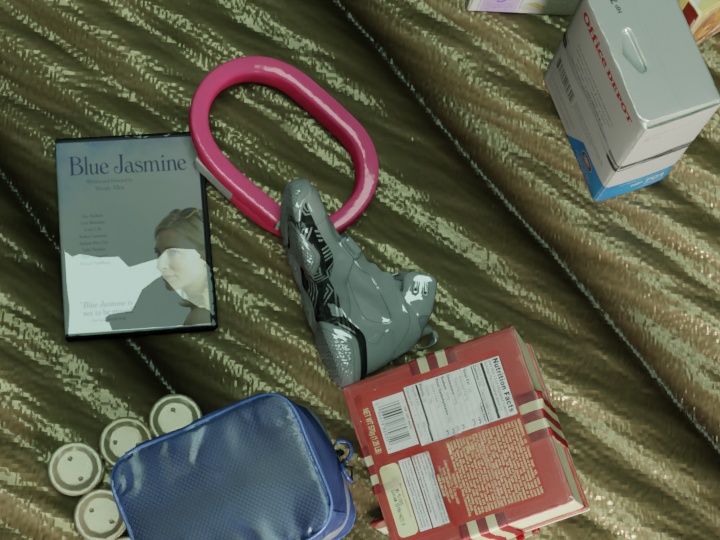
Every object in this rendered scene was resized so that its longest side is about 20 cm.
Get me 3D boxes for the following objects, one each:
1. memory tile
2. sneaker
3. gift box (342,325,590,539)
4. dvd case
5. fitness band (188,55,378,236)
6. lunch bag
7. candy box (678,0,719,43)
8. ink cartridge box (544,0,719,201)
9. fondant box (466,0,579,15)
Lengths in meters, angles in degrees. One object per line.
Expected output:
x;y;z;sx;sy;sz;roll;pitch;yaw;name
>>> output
-0.177;0.222;1.441;0.153;0.017;0.200;-27;77;-13;memory tile
0.000;0.000;1.484;0.115;0.075;0.200;-19;97;-16;sneaker
0.082;0.156;1.406;0.200;0.187;0.185;-16;77;9;gift box
-0.214;-0.035;1.514;0.143;0.018;0.200;-4;73;-7;dvd case
-0.075;-0.119;1.536;0.200;0.037;0.144;42;69;1;fitness band
-0.099;0.192;1.377;0.200;0.132;0.136;-22;76;3;lunch bag
0.387;-0.298;1.609;0.200;0.115;0.055;-30;79;-14;candy box
0.253;-0.172;1.512;0.086;0.200;0.147;-17;76;-11;ink cartridge box
0.181;-0.365;1.638;0.144;0.058;0.200;2;72;-6;fondant box
